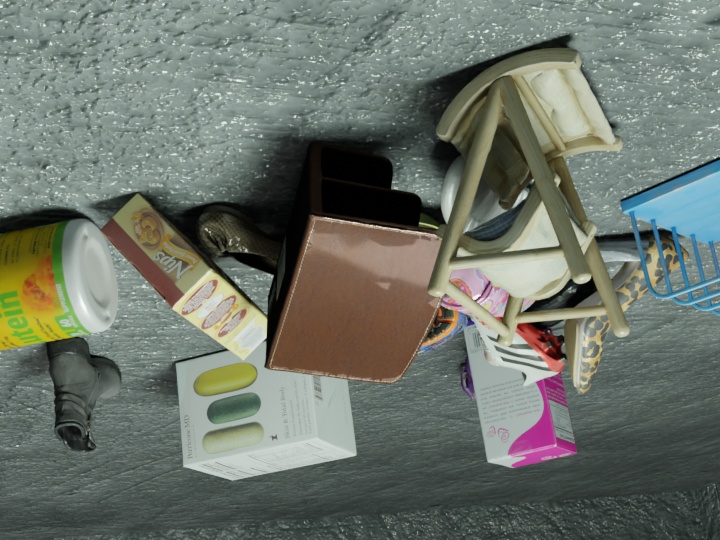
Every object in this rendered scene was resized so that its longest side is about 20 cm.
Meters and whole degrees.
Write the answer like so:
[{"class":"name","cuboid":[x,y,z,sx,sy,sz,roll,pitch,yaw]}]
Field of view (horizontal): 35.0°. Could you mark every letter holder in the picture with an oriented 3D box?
[{"class":"letter holder","cuboid":[0.000,0.000,1.060,0.142,0.101,0.200,9,132,-11]}]

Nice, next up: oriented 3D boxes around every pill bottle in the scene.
[{"class":"pill bottle","cuboid":[-0.347,0.021,1.104,0.200,0.111,0.111,-11,160,7]}]

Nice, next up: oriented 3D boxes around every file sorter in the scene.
[{"class":"file sorter","cuboid":[0.408,-0.026,1.257,0.139,0.123,0.200,-24,155,39]}]

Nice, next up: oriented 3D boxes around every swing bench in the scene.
[{"class":"swing bench","cuboid":[0.149,-0.056,0.981,0.130,0.200,0.199,-6,161,22]}]

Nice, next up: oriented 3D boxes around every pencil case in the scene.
[{"class":"pencil case","cuboid":[0.138,0.006,1.247,0.087,0.088,0.200,-17,172,22]}]

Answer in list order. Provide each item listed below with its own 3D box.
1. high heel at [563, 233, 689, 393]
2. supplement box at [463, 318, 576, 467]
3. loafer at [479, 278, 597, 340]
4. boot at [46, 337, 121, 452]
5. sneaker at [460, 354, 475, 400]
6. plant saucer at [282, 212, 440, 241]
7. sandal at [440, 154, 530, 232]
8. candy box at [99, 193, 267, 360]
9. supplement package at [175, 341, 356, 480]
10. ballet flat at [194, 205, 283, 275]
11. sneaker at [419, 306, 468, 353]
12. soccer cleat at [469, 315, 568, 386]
[{"class":"high heel","cuboid":[0.321,0.055,1.373,0.142,0.200,0.071,-2,-161,-7]},{"class":"supplement box","cuboid":[0.219,0.161,1.576,0.101,0.200,0.103,-17,158,23]},{"class":"loafer","cuboid":[0.230,0.051,1.471,0.070,0.068,0.200,16,147,-31]},{"class":"boot","cuboid":[-0.362,0.176,1.490,0.070,0.132,0.200,-11,160,6]},{"class":"sneaker","cuboid":[0.192,0.169,1.775,0.088,0.081,0.200,-8,162,22]},{"class":"plant saucer","cuboid":[0.000,-0.026,1.230,0.200,0.031,0.200,-7,160,-2]},{"class":"sandal","cuboid":[0.117,-0.068,1.126,0.050,0.083,0.203,31,-177,31]},{"class":"candy box","cuboid":[-0.166,0.011,1.134,0.055,0.115,0.200,-45,158,-4]},{"class":"supplement package","cuboid":[-0.131,0.194,1.598,0.200,0.152,0.151,-14,159,17]},{"class":"ballet flat","cuboid":[-0.076,-0.006,1.148,0.200,0.046,0.067,25,145,-25]},{"class":"sneaker","cuboid":[0.060,0.091,1.514,0.200,0.075,0.078,-21,160,35]},{"class":"soccer cleat","cuboid":[0.170,0.073,1.411,0.200,0.069,0.085,37,124,-23]}]
